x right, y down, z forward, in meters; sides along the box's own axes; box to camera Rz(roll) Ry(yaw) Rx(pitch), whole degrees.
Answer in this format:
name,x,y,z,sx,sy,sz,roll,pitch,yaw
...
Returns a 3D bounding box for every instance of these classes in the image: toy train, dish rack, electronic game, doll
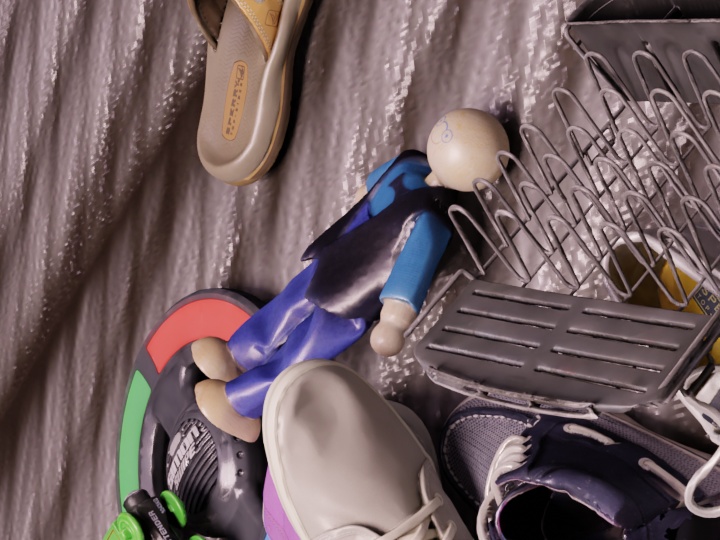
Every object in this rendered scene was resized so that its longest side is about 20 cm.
name,x,y,z,sx,sy,sz,roll,pitch,yaw
toy train,-0.073,0.205,0.949,0.200,0.042,0.056,55,143,16
dish rack,0.104,-0.031,0.685,0.153,0.055,0.200,7,50,52
electronic game,-0.083,0.110,1.008,0.200,0.041,0.201,-6,82,52
doll,0.000,0.000,0.875,0.200,0.048,0.137,-45,27,18

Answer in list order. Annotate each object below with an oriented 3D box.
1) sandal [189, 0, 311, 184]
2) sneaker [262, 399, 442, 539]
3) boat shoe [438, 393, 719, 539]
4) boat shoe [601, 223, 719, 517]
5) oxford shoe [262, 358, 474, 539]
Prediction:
name,x,y,z,sx,sy,sz,roll,pitch,yaw
sandal,-0.069,-0.148,0.990,0.080,0.054,0.201,19,102,51
sneaker,-0.001,0.162,0.878,0.114,0.072,0.202,-7,85,61
boat shoe,0.076,0.090,0.760,0.200,0.092,0.075,10,95,53
boat shoe,0.151,0.052,0.672,0.075,0.086,0.202,-57,45,32
oxford shoe,0.023,0.127,0.796,0.058,0.075,0.201,-9,111,62
